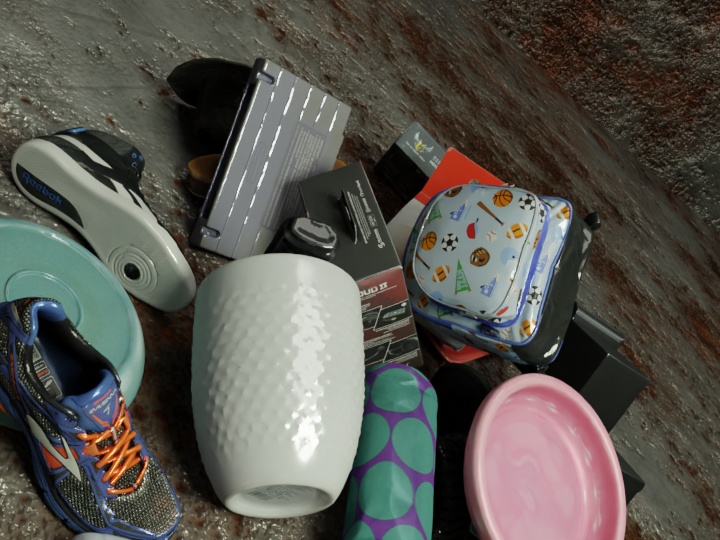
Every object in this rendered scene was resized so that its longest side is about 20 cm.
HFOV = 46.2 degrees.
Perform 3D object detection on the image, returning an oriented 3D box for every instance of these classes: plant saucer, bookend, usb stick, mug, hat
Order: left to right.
[{"bbox_3d":[-0.249,0.032,0.653,0.198,0.027,0.202,34,31,-23],"label":"plant saucer"},{"bbox_3d":[-0.136,-0.171,0.992,0.198,0.198,0.083,18,76,-43],"label":"hat"},{"bbox_3d":[-0.072,0.008,0.767,0.055,0.200,0.033,22,60,-12],"label":"usb stick"},{"bbox_3d":[-0.059,0.114,0.712,0.201,0.144,0.179,59,23,-55],"label":"mug"},{"bbox_3d":[0.167,0.202,0.791,0.197,0.051,0.205,15,62,-31],"label":"plant saucer"},{"bbox_3d":[0.255,0.175,0.940,0.091,0.202,0.199,29,12,-26],"label":"bookend"}]

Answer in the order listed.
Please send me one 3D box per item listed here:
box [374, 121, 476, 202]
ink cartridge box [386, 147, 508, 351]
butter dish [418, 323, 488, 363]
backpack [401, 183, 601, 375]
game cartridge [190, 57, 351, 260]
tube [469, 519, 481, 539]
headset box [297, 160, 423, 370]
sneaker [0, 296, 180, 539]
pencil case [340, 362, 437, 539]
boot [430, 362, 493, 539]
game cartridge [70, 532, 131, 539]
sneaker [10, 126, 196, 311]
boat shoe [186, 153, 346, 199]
[{"bbox_3d":[0.117,-0.115,1.252,0.200,0.051,0.158,46,-12,-2],"label":"box"},{"bbox_3d":[0.113,-0.030,1.029,0.161,0.202,0.050,35,4,15],"label":"ink cartridge box"},{"bbox_3d":[0.141,0.001,1.119,0.198,0.148,0.202,-6,58,-56],"label":"butter dish"},{"bbox_3d":[0.135,-0.004,0.919,0.154,0.188,0.203,38,70,-43],"label":"backpack"},{"bbox_3d":[-0.092,-0.104,0.899,0.128,0.204,0.038,21,-2,-44],"label":"game cartridge"},{"bbox_3d":[0.152,0.197,0.845,0.077,0.050,0.202,38,42,-13],"label":"tube"},{"bbox_3d":[0.000,0.000,0.887,0.202,0.076,0.151,75,-4,-51],"label":"headset box"},{"bbox_3d":[-0.186,0.104,0.565,0.202,0.078,0.075,55,42,-11],"label":"sneaker"},{"bbox_3d":[0.024,0.185,0.747,0.084,0.093,0.203,21,46,-12],"label":"pencil case"},{"bbox_3d":[0.090,0.180,0.885,0.156,0.079,0.214,19,39,-43],"label":"boot"},{"bbox_3d":[-0.106,0.259,0.554,0.198,0.041,0.135,28,37,-33],"label":"game cartridge"},{"bbox_3d":[-0.209,-0.060,0.777,0.200,0.073,0.112,43,29,-5],"label":"sneaker"},{"bbox_3d":[-0.104,-0.089,0.964,0.196,0.071,0.071,-1,37,-30],"label":"boat shoe"}]
